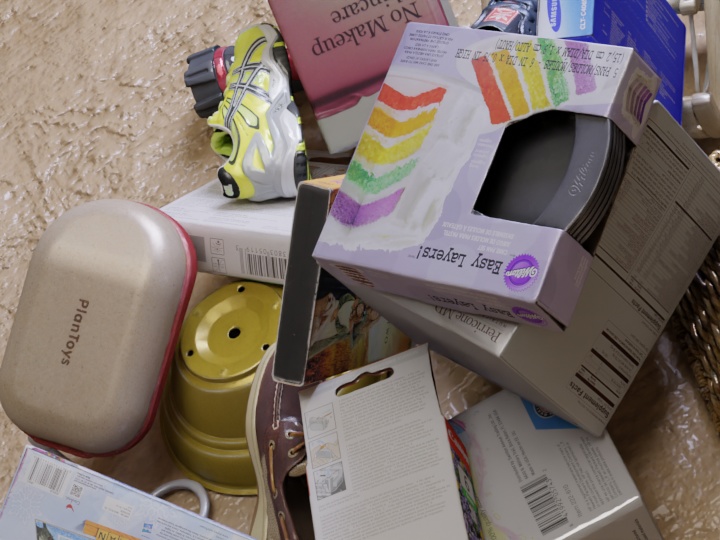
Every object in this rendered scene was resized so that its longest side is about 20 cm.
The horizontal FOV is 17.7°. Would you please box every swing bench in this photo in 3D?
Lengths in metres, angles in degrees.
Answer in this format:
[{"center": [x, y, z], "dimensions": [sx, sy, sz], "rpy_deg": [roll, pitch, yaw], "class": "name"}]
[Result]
[{"center": [0.197, -0.180, 1.825], "dimensions": [0.198, 0.130, 0.201], "rpy_deg": [-4, 70, 23], "class": "swing bench"}]

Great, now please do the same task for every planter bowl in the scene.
[{"center": [-0.085, 0.068, 1.810], "dimensions": [0.199, 0.084, 0.201], "rpy_deg": [-14, 50, 17], "class": "planter bowl"}]

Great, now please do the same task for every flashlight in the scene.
[{"center": [-0.052, -0.186, 1.993], "dimensions": [0.199, 0.068, 0.068], "rpy_deg": [-19, 4, 19], "class": "flashlight"}]

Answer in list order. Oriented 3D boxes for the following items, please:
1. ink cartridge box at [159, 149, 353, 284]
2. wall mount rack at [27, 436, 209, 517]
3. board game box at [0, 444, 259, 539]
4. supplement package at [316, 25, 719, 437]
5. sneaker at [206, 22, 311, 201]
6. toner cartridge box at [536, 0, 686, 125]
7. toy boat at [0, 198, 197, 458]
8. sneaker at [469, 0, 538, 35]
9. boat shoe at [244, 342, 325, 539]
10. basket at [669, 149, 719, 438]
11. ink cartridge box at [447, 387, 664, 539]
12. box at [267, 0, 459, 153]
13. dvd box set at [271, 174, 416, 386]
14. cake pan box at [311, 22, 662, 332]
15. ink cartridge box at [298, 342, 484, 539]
[{"center": [-0.055, -0.047, 1.878], "dimensions": [0.160, 0.050, 0.200], "rpy_deg": [7, 22, 31], "class": "ink cartridge box"}, {"center": [-0.215, 0.217, 1.768], "dimensions": [0.173, 0.075, 0.200], "rpy_deg": [21, 66, 38], "class": "wall mount rack"}, {"center": [-0.186, 0.255, 1.661], "dimensions": [0.199, 0.041, 0.201], "rpy_deg": [21, 85, 12], "class": "board game box"}, {"center": [0.116, -0.029, 1.605], "dimensions": [0.191, 0.147, 0.201], "rpy_deg": [26, 82, 42], "class": "supplement package"}, {"center": [-0.090, -0.134, 1.886], "dimensions": [0.076, 0.076, 0.201], "rpy_deg": [-11, 40, -2], "class": "sneaker"}, {"center": [0.181, -0.168, 1.639], "dimensions": [0.043, 0.200, 0.096], "rpy_deg": [-4, 70, 25], "class": "toner cartridge box"}, {"center": [-0.192, 0.046, 1.809], "dimensions": [0.130, 0.131, 0.201], "rpy_deg": [16, 88, 19], "class": "toy boat"}, {"center": [0.118, -0.189, 1.741], "dimensions": [0.075, 0.084, 0.201], "rpy_deg": [5, 74, 27], "class": "sneaker"}, {"center": [-0.040, 0.146, 1.701], "dimensions": [0.072, 0.072, 0.201], "rpy_deg": [-17, 63, 49], "class": "boat shoe"}, {"center": [0.320, 0.027, 1.653], "dimensions": [0.142, 0.150, 0.201], "rpy_deg": [-3, 46, -17], "class": "basket"}, {"center": [0.096, 0.177, 1.635], "dimensions": [0.199, 0.085, 0.145], "rpy_deg": [-28, 47, 3], "class": "ink cartridge box"}, {"center": [0.002, -0.212, 1.891], "dimensions": [0.127, 0.109, 0.201], "rpy_deg": [-22, 92, 11], "class": "box"}, {"center": [0.000, 0.000, 1.711], "dimensions": [0.029, 0.200, 0.147], "rpy_deg": [13, 101, 23], "class": "dvd box set"}, {"center": [0.085, -0.065, 1.515], "dimensions": [0.199, 0.052, 0.185], "rpy_deg": [13, 76, 39], "class": "cake pan box"}, {"center": [0.022, 0.156, 1.599], "dimensions": [0.108, 0.050, 0.201], "rpy_deg": [-21, 48, 13], "class": "ink cartridge box"}]
